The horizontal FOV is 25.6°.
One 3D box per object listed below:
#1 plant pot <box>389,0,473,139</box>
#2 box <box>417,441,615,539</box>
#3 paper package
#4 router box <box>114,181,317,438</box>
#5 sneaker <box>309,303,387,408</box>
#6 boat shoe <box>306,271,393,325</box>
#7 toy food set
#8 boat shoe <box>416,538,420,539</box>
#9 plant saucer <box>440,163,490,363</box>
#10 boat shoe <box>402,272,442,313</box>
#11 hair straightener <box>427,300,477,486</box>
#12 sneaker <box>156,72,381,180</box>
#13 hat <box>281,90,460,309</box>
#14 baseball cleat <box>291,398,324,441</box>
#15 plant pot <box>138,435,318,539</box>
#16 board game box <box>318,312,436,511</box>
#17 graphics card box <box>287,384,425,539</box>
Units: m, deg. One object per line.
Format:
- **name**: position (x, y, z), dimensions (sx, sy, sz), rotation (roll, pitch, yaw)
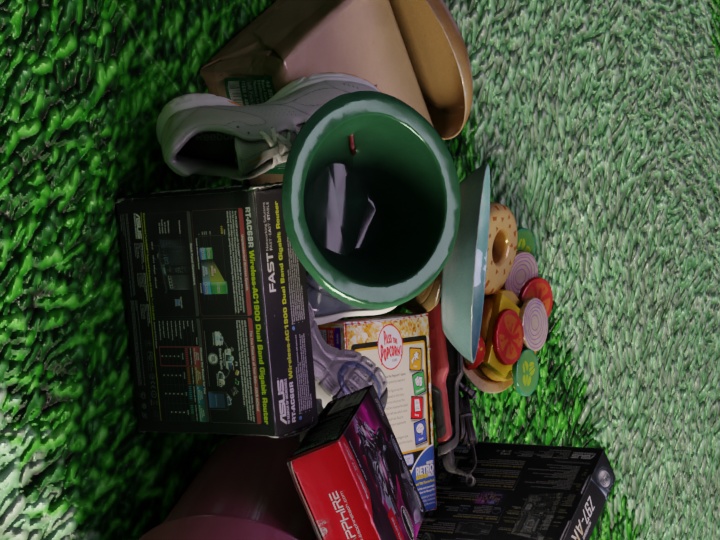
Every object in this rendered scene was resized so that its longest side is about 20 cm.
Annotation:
- **plant pot**: position (0.048, -0.220, 1.506), dimensions (0.027, 0.200, 0.202), rotation (-31, 118, -18)
- **box**: position (0.141, 0.248, 1.612), dimensions (0.161, 0.198, 0.044), rotation (-58, 132, -39)
- **paper package**: position (-0.030, -0.145, 1.466), dimensions (0.191, 0.102, 0.202), rotation (-50, 129, -43)
- **router box**: position (-0.117, 0.032, 1.293), dimensions (0.062, 0.148, 0.203), rotation (-12, 99, -55)
- **sneaker**: position (-0.066, 0.077, 1.435), dimensions (0.200, 0.087, 0.075), rotation (47, 52, -20)
- **boat shoe**: position (0.000, 0.000, 1.515), dimensions (0.073, 0.062, 0.199), rotation (48, 36, 19)
- **toy food set**: position (0.156, 0.037, 1.772), dimensions (0.198, 0.048, 0.202), rotation (37, 59, -48)
- **boat shoe**: position (-0.004, 0.318, 1.516), dimensions (0.198, 0.071, 0.073), rotation (-16, 139, -35)
- **plant saucer**: position (0.106, -0.009, 1.604), dimensions (0.200, 0.035, 0.203), rotation (5, 90, -83)
- **boat shoe**: position (0.065, -0.059, 1.622), dimensions (0.065, 0.072, 0.203), rotation (-21, 111, -59)
- **hair straightener**: position (0.105, 0.129, 1.650), dimensions (0.076, 0.041, 0.202), rotation (16, 55, -44)
- **sneaker**: position (-0.072, -0.108, 1.317), dimensions (0.092, 0.197, 0.077), rotation (-99, 179, -61)
- **hat**: position (-0.026, -0.054, 1.315), dimensions (0.199, 0.175, 0.167), rotation (36, 73, -31)
- **baseball cleat**: position (-0.065, 0.162, 1.398), dimensions (0.200, 0.069, 0.108), rotation (58, 44, -61)
- **plant pot**: position (-0.090, 0.242, 1.308), dimensions (0.180, 0.198, 0.201), rotation (-72, 143, -50)
- **board game box**: position (0.015, 0.147, 1.567), dimensions (0.151, 0.046, 0.203), rotation (-2, 91, -55)
- **graphics card box**: position (0.001, 0.178, 1.296), dimensions (0.200, 0.050, 0.127), rotation (-44, 111, -79)
